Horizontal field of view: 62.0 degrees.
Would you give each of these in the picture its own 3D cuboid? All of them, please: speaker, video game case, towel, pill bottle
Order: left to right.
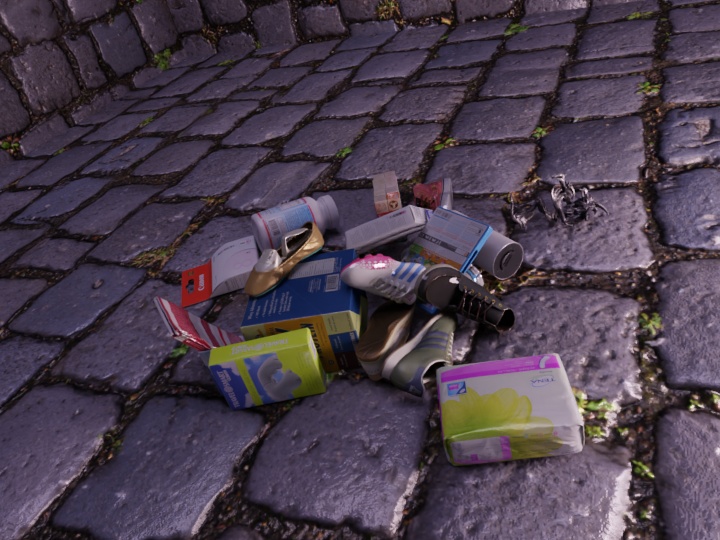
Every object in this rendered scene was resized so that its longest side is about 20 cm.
[{"bbox_3d":[-0.282,0.121,1.113,0.023,0.200,0.144,-52,40,1],"label":"towel"},{"bbox_3d":[-0.156,-0.114,1.455,0.199,0.109,0.109,-20,34,-17],"label":"pill bottle"},{"bbox_3d":[0.150,-0.023,1.174,0.143,0.018,0.201,29,83,45],"label":"video game case"},{"bbox_3d":[0.243,-0.057,1.250,0.081,0.082,0.200,-28,36,-18],"label":"speaker"}]

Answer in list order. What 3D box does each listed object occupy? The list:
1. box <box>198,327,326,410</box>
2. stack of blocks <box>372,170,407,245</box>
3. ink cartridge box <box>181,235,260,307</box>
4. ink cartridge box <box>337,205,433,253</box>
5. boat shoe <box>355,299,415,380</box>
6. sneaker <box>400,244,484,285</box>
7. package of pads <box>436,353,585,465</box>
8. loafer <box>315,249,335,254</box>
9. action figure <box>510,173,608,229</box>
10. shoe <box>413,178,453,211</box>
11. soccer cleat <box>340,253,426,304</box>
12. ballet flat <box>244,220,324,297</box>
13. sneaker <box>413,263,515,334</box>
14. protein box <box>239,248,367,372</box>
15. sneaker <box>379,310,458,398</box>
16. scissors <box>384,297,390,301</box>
[{"bbox_3d":[-0.169,0.175,1.042,0.199,0.122,0.048,-12,36,4],"label":"box"},{"bbox_3d":[0.068,-0.166,1.442,0.058,0.116,0.200,-11,34,6],"label":"stack of blocks"},{"bbox_3d":[-0.335,-0.002,1.427,0.199,0.057,0.163,-14,34,-7],"label":"ink cartridge box"},{"bbox_3d":[0.046,-0.082,1.268,0.199,0.044,0.196,-19,-3,19],"label":"ink cartridge box"},{"bbox_3d":[0.050,0.119,1.086,0.074,0.067,0.200,2,31,30],"label":"boat shoe"},{"bbox_3d":[0.144,0.007,1.208,0.087,0.075,0.199,-41,41,-24],"label":"sneaker"},{"bbox_3d":[0.218,0.206,0.896,0.199,0.069,0.155,-10,34,9],"label":"package of pads"},{"bbox_3d":[-0.105,-0.030,1.355,0.199,0.070,0.070,16,44,37],"label":"loafer"},{"bbox_3d":[0.424,-0.147,1.290,0.199,0.103,0.119,-5,24,17],"label":"action figure"},{"bbox_3d":[0.174,-0.160,1.438,0.090,0.072,0.200,-8,30,13],"label":"shoe"},{"bbox_3d":[0.057,0.021,1.076,0.199,0.070,0.087,1,52,-40],"label":"soccer cleat"},{"bbox_3d":[-0.151,-0.029,1.136,0.068,0.063,0.200,15,43,38],"label":"ballet flat"},{"bbox_3d":[0.188,0.050,1.047,0.199,0.075,0.106,14,16,-41],"label":"sneaker"},{"bbox_3d":[-0.097,0.080,1.137,0.199,0.136,0.199,-9,34,8],"label":"protein box"},{"bbox_3d":[0.127,0.147,1.030,0.090,0.067,0.200,34,47,26],"label":"sneaker"},{"bbox_3d":[0.000,0.000,1.250,0.014,0.073,0.200,-46,50,2],"label":"scissors"}]
